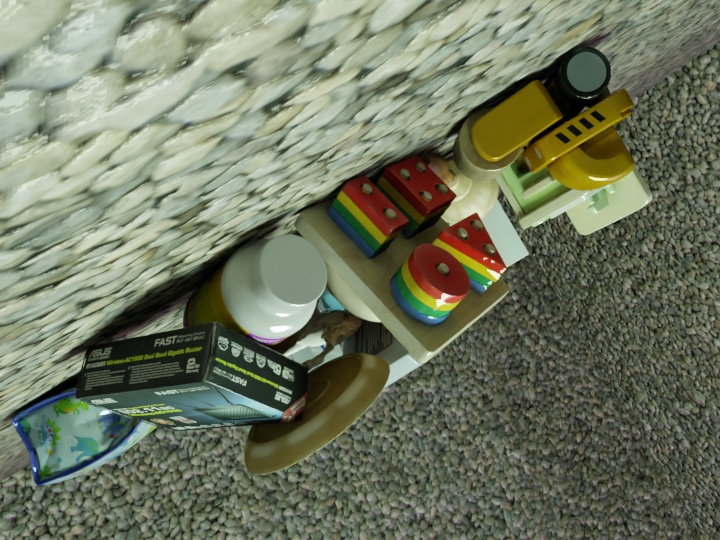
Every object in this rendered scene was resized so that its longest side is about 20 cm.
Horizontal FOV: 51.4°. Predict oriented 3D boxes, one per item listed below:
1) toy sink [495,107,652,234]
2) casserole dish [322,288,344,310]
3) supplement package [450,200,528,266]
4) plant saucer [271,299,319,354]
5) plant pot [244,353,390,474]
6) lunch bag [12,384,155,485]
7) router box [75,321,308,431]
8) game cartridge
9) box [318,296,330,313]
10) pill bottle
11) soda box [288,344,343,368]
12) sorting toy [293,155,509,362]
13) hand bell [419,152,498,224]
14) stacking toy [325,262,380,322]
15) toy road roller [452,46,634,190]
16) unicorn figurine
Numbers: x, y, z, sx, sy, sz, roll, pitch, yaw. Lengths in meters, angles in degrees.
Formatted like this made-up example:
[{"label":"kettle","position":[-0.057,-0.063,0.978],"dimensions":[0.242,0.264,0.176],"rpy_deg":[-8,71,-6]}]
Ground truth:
[{"label":"toy sink","position":[0.263,-0.134,0.993],"dimensions":[0.112,0.201,0.130],"rpy_deg":[-30,179,-34]},{"label":"casserole dish","position":[0.000,-0.026,1.119],"dimensions":[0.200,0.039,0.121],"rpy_deg":[-45,-153,13]},{"label":"supplement package","position":[0.147,-0.055,1.305],"dimensions":[0.199,0.192,0.147],"rpy_deg":[-30,179,-3]},{"label":"plant saucer","position":[-0.114,0.057,0.965],"dimensions":[0.200,0.037,0.201],"rpy_deg":[-36,-151,24]},{"label":"plant pot","position":[-0.056,0.154,0.857],"dimensions":[0.199,0.028,0.200],"rpy_deg":[-33,-169,7]},{"label":"lunch bag","position":[-0.343,0.195,1.040],"dimensions":[0.198,0.128,0.170],"rpy_deg":[-22,179,6]},{"label":"router box","position":[-0.177,0.120,0.796],"dimensions":[0.199,0.063,0.150],"rpy_deg":[-13,149,32]},{"label":"game cartridge","position":[0.033,0.068,0.976],"dimensions":[0.133,0.042,0.201],"rpy_deg":[-32,-148,25]},{"label":"box","position":[-0.174,0.087,1.237],"dimensions":[0.199,0.105,0.148],"rpy_deg":[-30,179,-36]},{"label":"pill bottle","position":[-0.112,0.032,0.796],"dimensions":[0.104,0.105,0.200],"rpy_deg":[-30,177,-36]},{"label":"soda box","position":[-0.120,0.157,1.275],"dimensions":[0.199,0.069,0.063],"rpy_deg":[-32,177,42]},{"label":"sorting toy","position":[0.065,-0.029,0.812],"dimensions":[0.200,0.199,0.070],"rpy_deg":[-29,161,-51]},{"label":"hand bell","position":[0.111,-0.121,0.975],"dimensions":[0.104,0.105,0.200],"rpy_deg":[-31,167,16]},{"label":"stacking toy","position":[0.000,0.000,0.975],"dimensions":[0.145,0.147,0.200],"rpy_deg":[-30,-179,-19]},{"label":"toy road roller","position":[0.218,-0.143,0.853],"dimensions":[0.199,0.147,0.123],"rpy_deg":[-31,178,1]},{"label":"unicorn figurine","position":[-0.074,0.078,1.011],"dimensions":[0.199,0.074,0.137],"rpy_deg":[8,-144,38]}]
